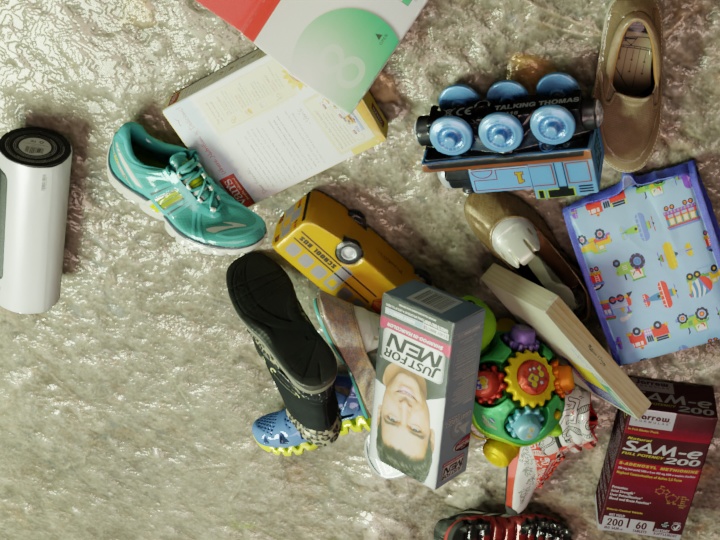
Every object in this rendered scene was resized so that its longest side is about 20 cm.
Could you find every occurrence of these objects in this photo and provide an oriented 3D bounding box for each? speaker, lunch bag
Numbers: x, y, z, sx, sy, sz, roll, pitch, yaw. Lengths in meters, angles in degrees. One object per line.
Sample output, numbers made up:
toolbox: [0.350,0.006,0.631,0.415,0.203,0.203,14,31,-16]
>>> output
speaker: [-0.365,-0.052,1.528,0.080,0.082,0.202,11,125,-3]
lunch bag: [0.316,-0.017,1.496,0.149,0.094,0.202,-17,112,19]

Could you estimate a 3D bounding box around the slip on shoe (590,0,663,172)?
slip on shoe: [0.273,-0.182,1.392,0.075,0.061,0.202,3,125,3]

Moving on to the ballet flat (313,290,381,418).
ballet flat: [0.007,0.086,1.534,0.066,0.069,0.201,-19,135,5]

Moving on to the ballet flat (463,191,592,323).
ballet flat: [0.190,-0.010,1.509,0.068,0.073,0.200,-38,114,13]

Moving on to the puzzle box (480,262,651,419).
puzzle box: [0.228,0.078,1.530,0.025,0.133,0.200,-48,121,-7]

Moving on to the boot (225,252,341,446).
boot: [-0.085,0.093,1.564,0.073,0.204,0.155,-27,146,-14]

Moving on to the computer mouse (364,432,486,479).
computer mouse: [0.092,0.192,1.668,0.198,0.044,0.111,-24,86,28]

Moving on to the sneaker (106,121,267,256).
sneaker: [-0.186,-0.084,1.457,0.198,0.078,0.080,31,136,8]

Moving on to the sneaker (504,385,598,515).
sneaker: [0.231,0.221,1.671,0.106,0.068,0.204,3,122,6]

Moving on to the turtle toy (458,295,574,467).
turtle toy: [0.157,0.113,1.541,0.200,0.146,0.101,44,153,-4]

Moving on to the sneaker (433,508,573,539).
sneaker: [0.178,0.341,1.756,0.198,0.098,0.072,6,88,-27]

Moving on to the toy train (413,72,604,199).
toy train: [0.155,-0.131,1.414,0.197,0.087,0.115,-5,129,19]

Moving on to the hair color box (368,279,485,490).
hair color box: [0.070,0.124,1.497,0.098,0.060,0.203,22,119,35]

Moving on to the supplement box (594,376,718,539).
supplement box: [0.356,0.230,1.670,0.107,0.061,0.202,7,124,1]

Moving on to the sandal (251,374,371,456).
sandal: [-0.041,0.158,1.653,0.197,0.080,0.088,-19,116,8]

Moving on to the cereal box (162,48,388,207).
cereal box: [-0.089,-0.161,1.452,0.198,0.040,0.145,-23,119,20]

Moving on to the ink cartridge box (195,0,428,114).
ink cartridge box: [-0.045,-0.275,1.337,0.199,0.050,0.162,32,102,-18]

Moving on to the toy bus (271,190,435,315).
toy bus: [0.000,0.000,1.539,0.200,0.065,0.078,41,119,-21]
